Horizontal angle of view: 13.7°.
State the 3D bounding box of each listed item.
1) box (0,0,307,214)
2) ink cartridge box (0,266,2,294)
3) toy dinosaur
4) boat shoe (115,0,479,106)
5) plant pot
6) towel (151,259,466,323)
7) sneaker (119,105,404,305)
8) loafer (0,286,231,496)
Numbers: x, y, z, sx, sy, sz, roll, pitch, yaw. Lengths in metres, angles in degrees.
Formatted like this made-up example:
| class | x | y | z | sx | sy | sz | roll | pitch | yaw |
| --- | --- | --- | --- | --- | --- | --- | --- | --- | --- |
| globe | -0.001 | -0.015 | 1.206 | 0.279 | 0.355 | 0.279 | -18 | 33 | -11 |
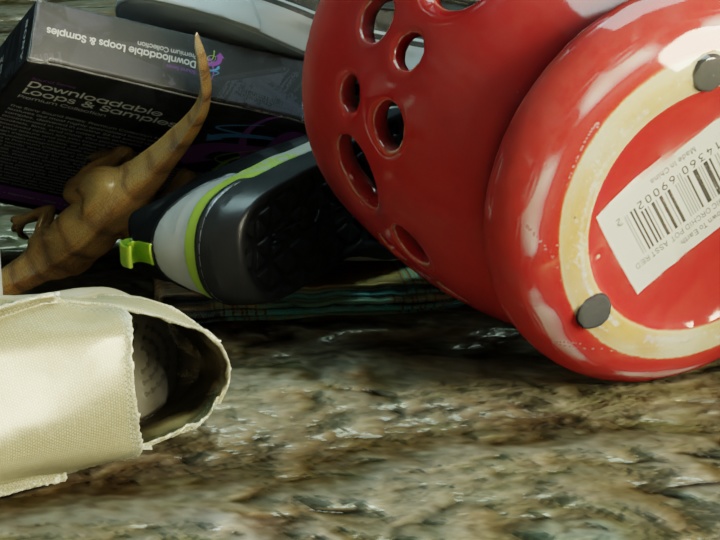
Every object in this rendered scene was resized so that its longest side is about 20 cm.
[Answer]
| class | x | y | z | sx | sy | sz | roll | pitch | yaw |
| --- | --- | --- | --- | --- | --- | --- | --- | --- | --- |
| box | -0.117 | -0.068 | 1.435 | 0.143 | 0.036 | 0.200 | 12 | -18 | -19 |
| ink cartridge box | -0.190 | -0.039 | 1.183 | 0.083 | 0.201 | 0.147 | -4 | 11 | -2 |
| toy dinosaur | -0.106 | -0.034 | 1.358 | 0.200 | 0.060 | 0.106 | -40 | 0 | 23 |
| boat shoe | -0.014 | -0.121 | 1.404 | 0.199 | 0.068 | 0.074 | 11 | -20 | -5 |
| plant pot | 0.100 | -0.060 | 1.269 | 0.200 | 0.201 | 0.183 | -7 | 30 | -27 |
| towel | 0.000 | 0.000 | 1.422 | 0.199 | 0.022 | 0.147 | -3 | 12 | -5 |
| sneaker | -0.034 | -0.034 | 1.370 | 0.083 | 0.072 | 0.200 | 4 | 13 | 36 |
| loafer | -0.116 | 0.040 | 1.101 | 0.068 | 0.076 | 0.200 | 0 | 10 | 30 |
